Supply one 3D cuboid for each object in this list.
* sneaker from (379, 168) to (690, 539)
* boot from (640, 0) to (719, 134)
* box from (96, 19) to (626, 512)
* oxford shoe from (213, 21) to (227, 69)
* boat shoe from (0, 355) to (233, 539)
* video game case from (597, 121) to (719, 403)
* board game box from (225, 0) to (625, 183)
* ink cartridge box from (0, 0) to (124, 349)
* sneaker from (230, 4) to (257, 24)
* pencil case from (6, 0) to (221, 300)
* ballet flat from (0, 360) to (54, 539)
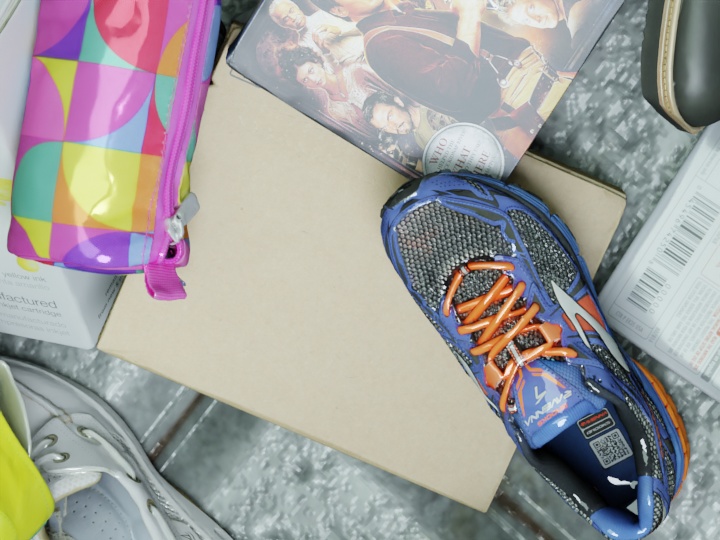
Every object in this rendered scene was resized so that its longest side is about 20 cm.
[{"bbox_3d":[0.081,0.038,1.232,0.075,0.079,0.200,-37,107,16],"label":"sneaker"},{"bbox_3d":[0.215,-0.141,1.210,0.138,0.077,0.201,22,85,38],"label":"boot"},{"bbox_3d":[0.000,0.000,1.291,0.199,0.021,0.164,23,98,-7],"label":"box"},{"bbox_3d":[-0.137,-0.121,1.352,0.199,0.073,0.085,5,51,36],"label":"oxford shoe"},{"bbox_3d":[-0.137,0.107,1.354,0.200,0.069,0.071,36,102,20],"label":"boat shoe"},{"bbox_3d":[0.229,-0.015,1.257,0.182,0.023,0.201,35,97,19],"label":"video game case"},{"bbox_3d":[0.049,-0.140,1.226,0.135,0.035,0.200,31,106,-7],"label":"board game box"},{"bbox_3d":[-0.196,-0.065,1.315,0.144,0.200,0.084,11,54,22],"label":"ink cartridge box"},{"bbox_3d":[-0.039,-0.075,1.339,0.088,0.074,0.200,39,97,31],"label":"sneaker"},{"bbox_3d":[-0.099,-0.091,1.227,0.088,0.088,0.201,7,92,20],"label":"pencil case"},{"bbox_3d":[-0.198,0.040,1.306,0.067,0.067,0.201,-28,85,51],"label":"ballet flat"}]
